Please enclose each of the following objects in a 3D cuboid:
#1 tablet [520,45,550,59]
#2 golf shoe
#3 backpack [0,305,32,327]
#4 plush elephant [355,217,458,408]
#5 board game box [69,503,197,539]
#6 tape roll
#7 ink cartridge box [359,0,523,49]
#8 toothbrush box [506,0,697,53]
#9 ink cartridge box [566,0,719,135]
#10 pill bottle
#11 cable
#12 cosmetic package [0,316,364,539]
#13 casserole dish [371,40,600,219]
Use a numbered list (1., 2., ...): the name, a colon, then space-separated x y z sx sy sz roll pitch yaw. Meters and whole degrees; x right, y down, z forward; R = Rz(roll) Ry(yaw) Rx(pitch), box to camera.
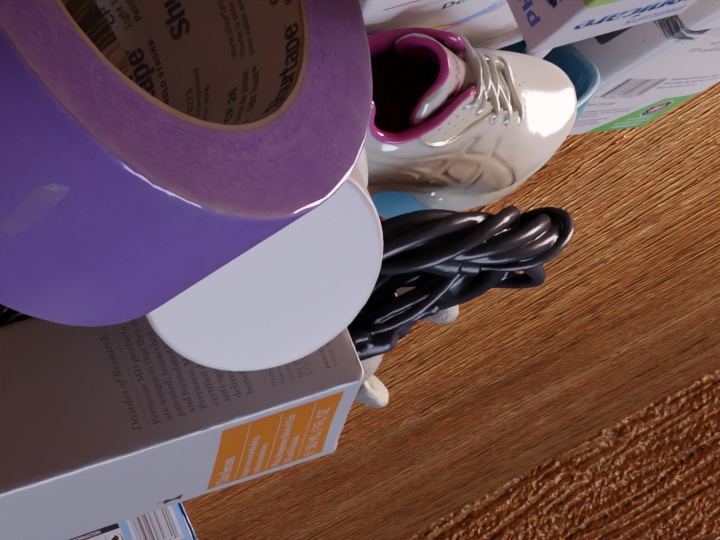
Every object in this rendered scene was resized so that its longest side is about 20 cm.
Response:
1. tablet: 0.123 -0.162 1.391 0.130 0.014 0.200 -55 179 -7
2. golf shoe: 0.036 -0.072 1.347 0.199 0.076 0.091 -12 163 -42
3. backpack: -0.257 0.019 1.301 0.200 0.154 0.176 -29 170 -17
4. plush elephant: -0.014 -0.003 1.699 0.200 0.155 0.165 -28 168 21
5. board game box: -0.194 0.083 1.618 0.151 0.201 0.037 -18 169 -26
6. tape roll: -0.093 -0.089 1.003 0.085 0.201 0.200 -31 167 33
7. ink cartridge box: 0.034 -0.147 1.343 0.117 0.068 0.200 -20 169 -13
8. toothbrush box: 0.112 -0.192 1.089 0.086 0.146 0.200 -16 166 -36
9. ink cartridge box: 0.174 -0.152 1.574 0.200 0.084 0.146 -31 167 32
10. pill bottle: -0.062 -0.053 1.196 0.113 0.200 0.114 -9 124 -13
11. cable: 0.000 0.000 1.378 0.199 0.051 0.163 -16 164 11
12. cosmetic package: -0.107 0.060 1.247 0.199 0.072 0.101 -17 162 -13
13. casserole dish: 0.033 -0.079 1.477 0.200 0.121 0.039 -33 144 -48
